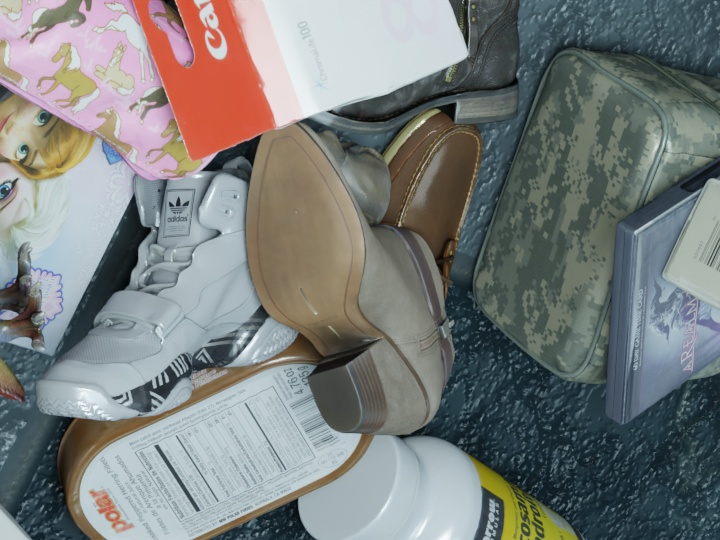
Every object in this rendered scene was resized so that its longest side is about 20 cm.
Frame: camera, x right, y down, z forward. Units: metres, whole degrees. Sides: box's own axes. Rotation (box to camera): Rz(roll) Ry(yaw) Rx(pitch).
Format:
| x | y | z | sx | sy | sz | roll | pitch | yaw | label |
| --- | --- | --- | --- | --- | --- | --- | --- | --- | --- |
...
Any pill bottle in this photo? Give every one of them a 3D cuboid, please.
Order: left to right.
| x | y | z | sx | sy | sz | roll | pitch | yaw | label |
| --- | --- | --- | --- | --- | --- | --- | --- | --- | --- |
| 0.053 | 0.173 | 1.863 | 0.200 | 0.112 | 0.112 | 35 | 93 | -42 | pill bottle |

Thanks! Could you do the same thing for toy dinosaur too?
| x | y | z | sx | sy | sz | roll | pitch | yaw | label |
| --- | --- | --- | --- | --- | --- | --- | --- | --- | --- |
| -0.258 | 0.022 | 1.533 | 0.180 | 0.105 | 0.201 | -2 | 129 | -13 | toy dinosaur |

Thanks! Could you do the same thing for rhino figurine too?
| x | y | z | sx | sy | sz | roll | pitch | yaw | label |
| --- | --- | --- | --- | --- | --- | --- | --- | --- | --- |
| -0.044 | 0.006 | 1.740 | 0.087 | 0.060 | 0.201 | 12 | 109 | -35 | rhino figurine |

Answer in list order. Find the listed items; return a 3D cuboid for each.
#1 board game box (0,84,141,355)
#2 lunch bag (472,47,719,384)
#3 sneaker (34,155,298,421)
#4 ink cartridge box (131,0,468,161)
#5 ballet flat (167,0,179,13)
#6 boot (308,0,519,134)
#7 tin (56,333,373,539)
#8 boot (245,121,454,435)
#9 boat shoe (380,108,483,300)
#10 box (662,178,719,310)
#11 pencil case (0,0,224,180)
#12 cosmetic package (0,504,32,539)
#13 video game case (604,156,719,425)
| x | y | z | sx | sy | sz | roll | pitch | yaw | label |
| --- | --- | --- | --- | --- | --- | --- | --- | --- | --- |
| -0.210 | -0.070 | 1.595 | 0.199 | 0.041 | 0.201 | 18 | 103 | -40 | board game box |
| 0.185 | -0.029 | 1.824 | 0.167 | 0.139 | 0.201 | 4 | 113 | -35 | lunch bag |
| -0.112 | 0.008 | 1.610 | 0.200 | 0.075 | 0.116 | -24 | 111 | -50 | sneaker |
| -0.039 | -0.162 | 1.567 | 0.200 | 0.057 | 0.163 | -27 | 98 | -53 | ink cartridge box |
| -0.095 | -0.169 | 1.600 | 0.065 | 0.071 | 0.200 | -36 | 118 | 16 | ballet flat |
| 0.030 | -0.174 | 1.697 | 0.199 | 0.069 | 0.175 | -7 | 113 | -36 | boot |
| -0.084 | 0.101 | 1.736 | 0.199 | 0.042 | 0.112 | -25 | 123 | 5 | tin |
| 0.000 | 0.000 | 1.666 | 0.146 | 0.070 | 0.201 | -34 | 117 | -64 | boot |
| 0.030 | -0.001 | 1.779 | 0.072 | 0.068 | 0.201 | 14 | 106 | -41 | boat shoe |
| 0.267 | 0.006 | 1.742 | 0.200 | 0.082 | 0.069 | 17 | 100 | -54 | box |
| -0.148 | -0.119 | 1.531 | 0.086 | 0.083 | 0.200 | -38 | 136 | 23 | pencil case |
| -0.273 | 0.131 | 1.635 | 0.108 | 0.085 | 0.200 | -44 | 130 | -8 | cosmetic package |
| 0.220 | -0.009 | 1.757 | 0.200 | 0.019 | 0.143 | -32 | 137 | -36 | video game case |
